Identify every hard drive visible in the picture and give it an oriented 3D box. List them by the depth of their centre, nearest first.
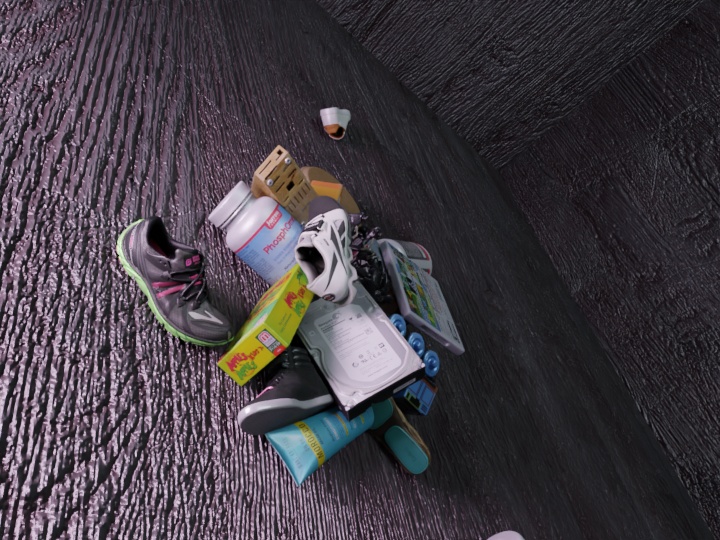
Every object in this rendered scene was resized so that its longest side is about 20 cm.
[{"bbox_3d":[-0.011,0.115,0.921,0.200,0.139,0.038,51,-22,38],"label":"hard drive"}]

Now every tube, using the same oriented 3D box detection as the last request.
[{"bbox_3d":[-0.051,0.231,0.843,0.078,0.050,0.199,49,27,17],"label":"tube"}]

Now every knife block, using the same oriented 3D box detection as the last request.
[{"bbox_3d":[-0.157,-0.151,1.055,0.175,0.064,0.200,30,-14,37],"label":"knife block"}]

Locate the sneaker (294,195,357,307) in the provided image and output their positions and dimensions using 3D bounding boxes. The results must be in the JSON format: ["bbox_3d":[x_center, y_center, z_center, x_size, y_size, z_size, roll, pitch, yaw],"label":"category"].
[{"bbox_3d":[-0.062,-0.046,0.919,0.088,0.074,0.201,22,42,-41],"label":"sneaker"}]

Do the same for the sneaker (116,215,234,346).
[{"bbox_3d":[-0.233,0.015,0.774,0.200,0.084,0.077,50,25,-3],"label":"sneaker"}]

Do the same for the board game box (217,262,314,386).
[{"bbox_3d":[-0.125,0.068,0.867,0.048,0.101,0.200,44,25,-11],"label":"board game box"}]

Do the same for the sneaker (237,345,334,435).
[{"bbox_3d":[-0.115,0.155,0.806,0.100,0.071,0.200,58,19,18],"label":"sneaker"}]

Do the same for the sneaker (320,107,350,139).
[{"bbox_3d":[-0.072,-0.419,1.725,0.200,0.072,0.086,-43,124,-72],"label":"sneaker"}]

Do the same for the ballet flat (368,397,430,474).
[{"bbox_3d":[0.043,0.241,0.977,0.200,0.068,0.072,49,4,-4],"label":"ballet flat"}]

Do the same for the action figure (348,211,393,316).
[{"bbox_3d":[0.000,0.000,1.088,0.119,0.101,0.202,34,39,-47],"label":"action figure"}]

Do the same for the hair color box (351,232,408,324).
[{"bbox_3d":[0.027,0.031,1.190,0.201,0.099,0.061,56,22,11],"label":"hair color box"}]

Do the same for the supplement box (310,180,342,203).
[{"bbox_3d":[-0.082,-0.091,1.154,0.066,0.069,0.201,9,40,3],"label":"supplement box"}]

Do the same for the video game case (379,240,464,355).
[{"bbox_3d":[0.119,0.053,1.175,0.182,0.022,0.201,36,27,-37],"label":"video game case"}]

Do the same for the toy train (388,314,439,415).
[{"bbox_3d":[0.059,0.159,1.028,0.200,0.086,0.115,47,55,-29],"label":"toy train"}]

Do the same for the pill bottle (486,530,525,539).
[{"bbox_3d":[0.259,0.509,0.903,0.200,0.112,0.112,51,24,1],"label":"pill bottle"}]

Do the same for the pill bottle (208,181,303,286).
[{"bbox_3d":[-0.147,-0.048,0.984,0.200,0.109,0.109,43,25,-17],"label":"pill bottle"}]

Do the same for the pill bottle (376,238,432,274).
[{"bbox_3d":[0.070,-0.012,1.315,0.199,0.111,0.111,3,51,-59],"label":"pill bottle"}]

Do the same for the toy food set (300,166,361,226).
[{"bbox_3d":[-0.071,-0.154,1.344,0.199,0.049,0.199,3,52,-58],"label":"toy food set"}]
